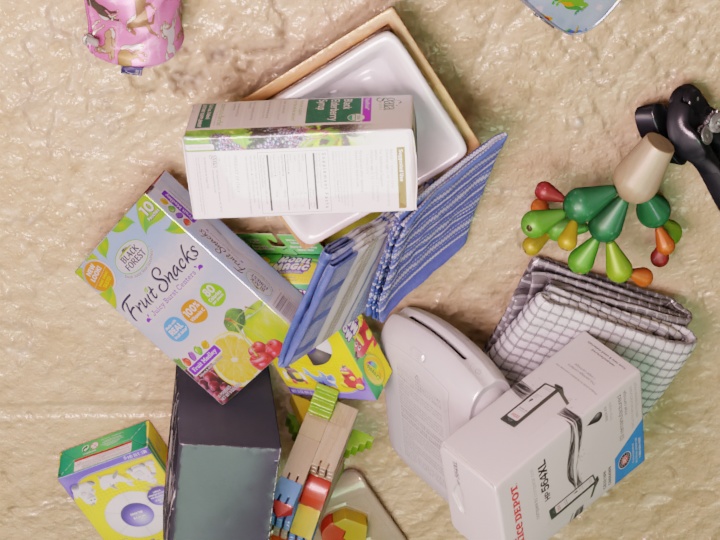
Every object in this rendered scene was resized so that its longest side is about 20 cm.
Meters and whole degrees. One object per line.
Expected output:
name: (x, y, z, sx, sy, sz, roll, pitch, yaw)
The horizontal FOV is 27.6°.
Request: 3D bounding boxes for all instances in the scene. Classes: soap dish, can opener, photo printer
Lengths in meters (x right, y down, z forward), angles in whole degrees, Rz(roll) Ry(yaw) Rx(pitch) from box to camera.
soap dish: (-0.012, -0.133, 1.348, 0.199, 0.082, 0.158, -29, 115, 17)
can opener: (0.348, -0.108, 1.440, 0.200, 0.078, 0.064, 41, 76, -34)
photo printer: (0.090, 0.143, 1.539, 0.069, 0.166, 0.202, -28, 132, -25)

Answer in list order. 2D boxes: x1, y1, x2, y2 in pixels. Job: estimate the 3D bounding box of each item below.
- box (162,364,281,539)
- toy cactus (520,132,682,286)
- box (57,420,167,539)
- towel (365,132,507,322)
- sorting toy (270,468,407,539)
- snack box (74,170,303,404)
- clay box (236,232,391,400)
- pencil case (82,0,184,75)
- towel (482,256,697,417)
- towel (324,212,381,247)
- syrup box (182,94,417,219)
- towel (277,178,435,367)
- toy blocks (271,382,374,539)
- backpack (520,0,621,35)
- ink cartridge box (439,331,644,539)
box: (-0.148, 0.213, 1.517, 0.103, 0.200, 0.184, 5, 110, -10)
toy cactus: (0.250, -0.066, 1.428, 0.198, 0.103, 0.166, 12, 130, -23)
box: (-0.248, 0.269, 1.675, 0.116, 0.049, 0.201, -20, 129, 10)
towel: (0.071, -0.036, 1.386, 0.144, 0.024, 0.201, -40, 165, -24)
sorting toy: (-0.042, 0.338, 1.755, 0.183, 0.037, 0.201, -22, 127, 12)
snack box: (-0.161, 0.020, 1.429, 0.200, 0.053, 0.142, 43, 126, -8)
clay box: (-0.058, 0.047, 1.489, 0.114, 0.048, 0.201, 1, 137, 34)
pencil case: (-0.202, -0.269, 1.237, 0.082, 0.087, 0.202, 16, 132, 23)
towel: (0.232, 0.083, 1.553, 0.198, 0.086, 0.166, 17, 131, -14)
towel: (0.008, -0.056, 1.466, 0.085, 0.018, 0.202, 5, 128, -3)
syrup box: (-0.049, -0.099, 1.275, 0.197, 0.079, 0.082, -3, 119, 3)
towel: (0.000, 0.000, 1.392, 0.024, 0.200, 0.148, 37, 130, 15)
toy blocks: (-0.056, 0.228, 1.569, 0.099, 0.138, 0.201, 21, 151, 5)
backpack: (0.159, -0.309, 1.198, 0.199, 0.148, 0.183, 31, 117, -23)
ink cartridge box: (0.184, 0.181, 1.460, 0.199, 0.084, 0.147, -36, 138, -21)
